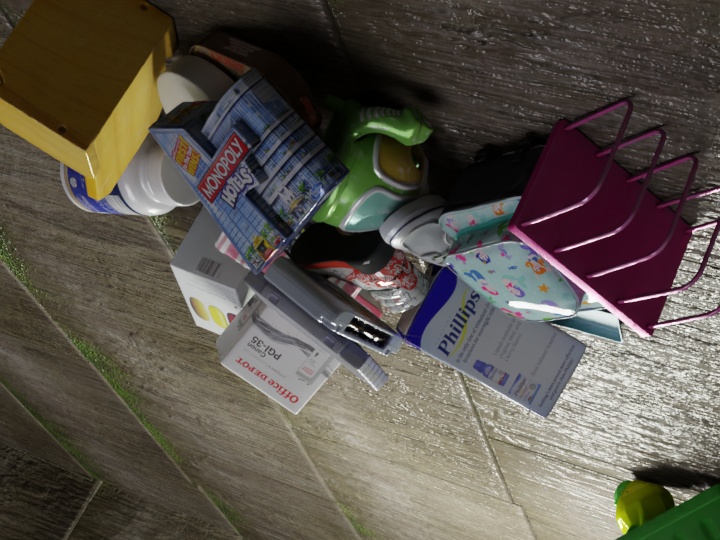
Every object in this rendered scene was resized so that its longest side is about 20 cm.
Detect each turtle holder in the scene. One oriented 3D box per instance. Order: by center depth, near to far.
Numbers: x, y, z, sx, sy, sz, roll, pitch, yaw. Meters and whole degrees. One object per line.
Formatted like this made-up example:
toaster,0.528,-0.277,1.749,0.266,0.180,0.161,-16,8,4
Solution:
turtle holder,0.010,-0.127,1.550,0.131,0.141,0.186,17,119,-14

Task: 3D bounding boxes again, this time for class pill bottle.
pill bottle,-0.298,-0.134,1.849,0.200,0.120,0.120,4,147,42

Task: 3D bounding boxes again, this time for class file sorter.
file sorter,0.279,-0.053,1.376,0.200,0.139,0.125,37,153,-20

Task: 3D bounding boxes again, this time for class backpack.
backpack,0.204,-0.029,1.508,0.200,0.151,0.177,34,155,-27

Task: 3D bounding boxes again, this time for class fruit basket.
fruit basket,0.448,0.380,2.065,0.215,0.216,0.156,18,155,20

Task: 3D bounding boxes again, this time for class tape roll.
tape roll,-0.159,-0.160,1.615,0.203,0.037,0.203,42,159,20

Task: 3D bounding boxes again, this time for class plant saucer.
plant saucer,0.241,0.044,1.762,0.199,0.019,0.070,17,154,26

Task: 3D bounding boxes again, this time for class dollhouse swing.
dollhouse swing,-0.327,-0.213,1.620,0.181,0.200,0.176,32,157,-9

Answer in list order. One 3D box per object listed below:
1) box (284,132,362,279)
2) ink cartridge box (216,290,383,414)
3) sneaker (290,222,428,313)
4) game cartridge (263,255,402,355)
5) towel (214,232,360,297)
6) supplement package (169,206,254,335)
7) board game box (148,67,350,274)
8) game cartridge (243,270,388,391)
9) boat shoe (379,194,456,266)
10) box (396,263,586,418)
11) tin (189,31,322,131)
box,-0.065,-0.082,1.730,0.200,0.044,0.160,49,143,-18
ink cartridge box,-0.088,0.083,1.958,0.146,0.200,0.083,36,-169,-21
sneaker,0.000,0.001,1.655,0.108,0.067,0.201,44,161,-28
game cartridge,-0.036,0.042,1.704,0.133,0.042,0.200,42,-175,26
towel,-0.077,-0.031,1.838,0.200,0.030,0.146,33,118,-11
supplement package,-0.191,0.013,2.044,0.113,0.110,0.200,21,156,17
board game box,-0.131,-0.121,1.494,0.200,0.062,0.200,46,147,2
game cartridge,-0.056,0.074,1.787,0.200,0.038,0.130,37,169,20
boat shoe,0.097,-0.040,1.582,0.067,0.074,0.200,53,-153,18
box,0.155,0.081,1.699,0.200,0.105,0.184,29,-179,-2
tin,-0.118,-0.206,1.546,0.200,0.042,0.112,30,158,43
